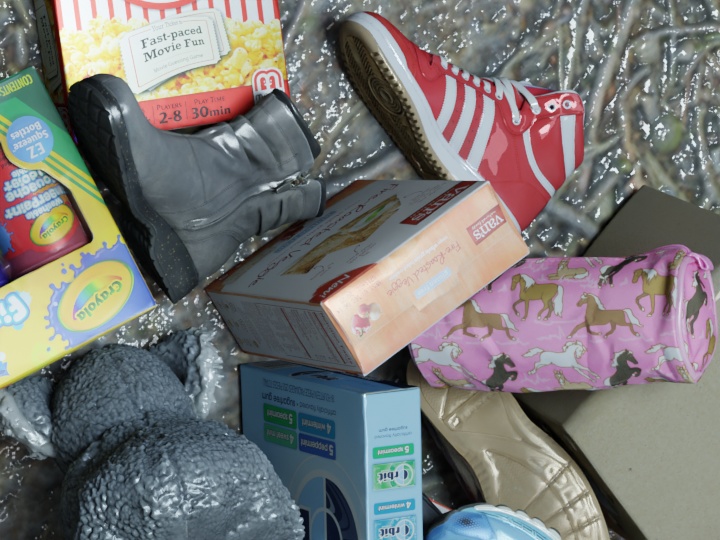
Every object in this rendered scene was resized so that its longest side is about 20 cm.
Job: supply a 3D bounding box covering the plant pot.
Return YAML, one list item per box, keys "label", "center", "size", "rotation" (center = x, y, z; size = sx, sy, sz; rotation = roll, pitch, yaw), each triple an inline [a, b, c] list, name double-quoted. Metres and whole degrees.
- label: "plant pot"
  center: [0.217, 0.086, 1.621]
  size: [0.177, 0.200, 0.200]
  rotation: [-39, 110, -6]

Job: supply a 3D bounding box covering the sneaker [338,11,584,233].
- label: "sneaker"
  center: [0.075, -0.119, 1.592]
  size: [0.112, 0.071, 0.200]
  rotation: [-43, 118, -12]

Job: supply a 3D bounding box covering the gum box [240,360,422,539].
- label: "gum box"
  center: [-0.020, 0.165, 1.515]
  size: [0.045, 0.170, 0.200]
  rotation: [-5, 97, -29]

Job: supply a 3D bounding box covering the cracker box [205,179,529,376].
- label: "cracker box"
  center: [0.000, 0.000, 1.495]
  size: [0.134, 0.200, 0.058]
  rotation: [-36, 106, -19]

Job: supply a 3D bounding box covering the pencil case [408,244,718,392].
- label: "pencil case"
  center: [0.129, 0.030, 1.505]
  size: [0.083, 0.200, 0.087]
  rotation: [-59, 139, -46]

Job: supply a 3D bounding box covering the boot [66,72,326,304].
- label: "boot"
  center: [-0.098, -0.079, 1.477]
  size: [0.132, 0.070, 0.200]
  rotation: [-34, 146, -11]

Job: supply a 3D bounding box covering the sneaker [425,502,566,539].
- label: "sneaker"
  center: [0.111, 0.234, 1.497]
  size: [0.200, 0.078, 0.090]
  rotation: [50, 35, 0]

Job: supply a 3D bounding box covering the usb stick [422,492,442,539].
- label: "usb stick"
  center: [0.080, 0.222, 1.576]
  size: [0.200, 0.033, 0.055]
  rotation: [45, 68, -22]

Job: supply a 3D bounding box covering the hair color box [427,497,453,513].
- label: "hair color box"
  center: [0.085, 0.230, 1.632]
  size: [0.200, 0.061, 0.102]
  rotation: [27, 84, -24]

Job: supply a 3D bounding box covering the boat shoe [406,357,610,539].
- label: "boat shoe"
  center: [0.101, 0.133, 1.596]
  size: [0.072, 0.065, 0.200]
  rotation: [-37, 85, -1]

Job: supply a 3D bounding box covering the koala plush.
- label: "koala plush"
  center: [-0.133, 0.121, 1.459]
  size: [0.177, 0.200, 0.184]
  rotation: [-15, 139, -14]

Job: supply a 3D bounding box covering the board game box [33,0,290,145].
- label: "board game box"
  center: [-0.132, -0.189, 1.502]
  size: [0.151, 0.046, 0.200]
  rotation: [-11, 99, -24]

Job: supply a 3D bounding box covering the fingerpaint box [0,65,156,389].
- label: "fingerpaint box"
  center: [-0.251, -0.004, 1.428]
  size: [0.200, 0.073, 0.167]
  rotation: [-27, 93, -21]
